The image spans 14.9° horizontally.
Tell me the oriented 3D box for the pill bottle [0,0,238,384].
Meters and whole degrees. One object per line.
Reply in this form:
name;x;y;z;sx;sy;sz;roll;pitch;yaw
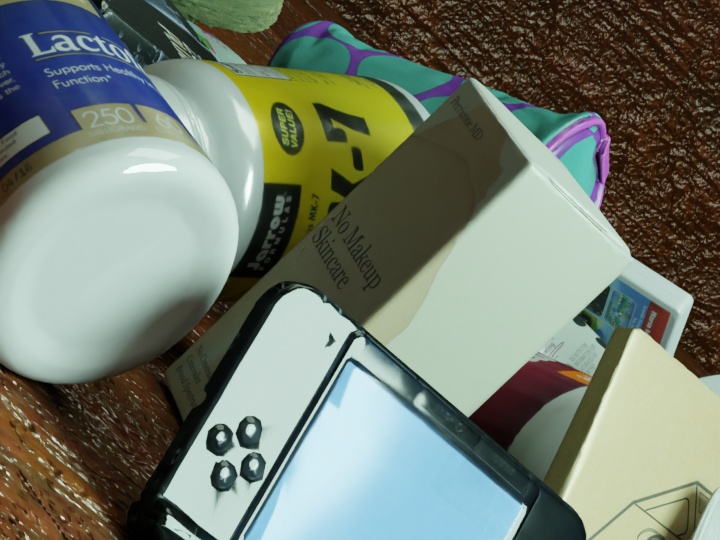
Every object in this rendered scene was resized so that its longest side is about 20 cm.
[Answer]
pill bottle;-0.141;-0.056;1.130;0.116;0.116;0.200;37;12;-49

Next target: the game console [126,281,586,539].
game console;0.019;0.129;1.059;0.200;0.176;0.116;42;-19;-32

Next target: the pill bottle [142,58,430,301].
pill bottle;-0.059;-0.042;1.321;0.199;0.115;0.114;0;42;-48

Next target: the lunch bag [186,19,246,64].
lunch bag;-0.068;-0.065;1.686;0.200;0.077;0.160;47;7;10

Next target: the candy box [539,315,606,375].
candy box;0.090;0.094;1.508;0.200;0.136;0.061;47;-36;1

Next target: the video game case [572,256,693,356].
video game case;0.087;0.011;1.563;0.200;0.017;0.143;34;-38;17

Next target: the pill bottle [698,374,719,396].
pill bottle;0.190;0.162;1.407;0.116;0.116;0.201;-122;-151;-58

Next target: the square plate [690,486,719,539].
square plate;0.177;0.232;1.221;0.200;0.199;0.028;42;-30;-24

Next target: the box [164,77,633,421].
box;0.015;0.021;1.236;0.078;0.200;0.095;40;10;-32

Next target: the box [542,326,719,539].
box;0.124;0.151;1.228;0.021;0.201;0.163;8;-24;50

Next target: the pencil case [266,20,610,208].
pencil case;0.036;-0.066;1.431;0.199;0.086;0.092;24;35;38

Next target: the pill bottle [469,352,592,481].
pill bottle;0.084;0.099;1.342;0.109;0.110;0.200;39;-10;-39

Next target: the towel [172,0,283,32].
towel;-0.132;-0.197;1.668;0.199;0.037;0.148;13;-17;-13

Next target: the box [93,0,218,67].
box;-0.157;-0.129;1.511;0.164;0.086;0.200;38;11;-47
